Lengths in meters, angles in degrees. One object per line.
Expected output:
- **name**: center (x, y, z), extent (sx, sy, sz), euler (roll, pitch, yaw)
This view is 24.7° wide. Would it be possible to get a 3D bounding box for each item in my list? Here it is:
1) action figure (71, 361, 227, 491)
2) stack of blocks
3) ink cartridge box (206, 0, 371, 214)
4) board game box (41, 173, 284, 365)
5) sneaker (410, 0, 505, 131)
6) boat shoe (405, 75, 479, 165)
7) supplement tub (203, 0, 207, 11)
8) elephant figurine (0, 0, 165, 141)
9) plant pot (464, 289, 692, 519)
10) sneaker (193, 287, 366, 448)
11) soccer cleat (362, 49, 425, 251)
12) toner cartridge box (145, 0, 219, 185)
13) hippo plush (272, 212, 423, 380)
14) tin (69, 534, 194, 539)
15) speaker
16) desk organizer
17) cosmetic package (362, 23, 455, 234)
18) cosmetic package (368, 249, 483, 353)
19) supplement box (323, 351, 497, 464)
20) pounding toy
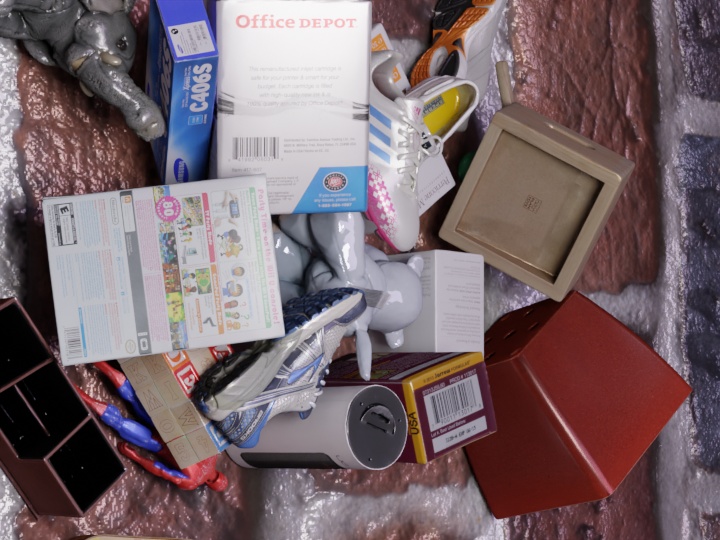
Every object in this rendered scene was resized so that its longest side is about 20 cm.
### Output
- **action figure**: center (-0.199, 0.151, 1.565), extent (0.200, 0.052, 0.066), euler (42, 64, -24)
- **stack of blocks**: center (-0.169, 0.070, 1.553), extent (0.115, 0.058, 0.201), euler (-35, 97, -52)
- **ink cartridge box**: center (-0.069, -0.158, 1.537), extent (0.145, 0.084, 0.202), euler (-1, 104, -12)
- **board game box**: center (-0.175, -0.002, 1.461), extent (0.198, 0.064, 0.149), euler (-6, 90, -9)
- **sneaker**: center (0.121, -0.248, 1.897), extent (0.201, 0.075, 0.092), euler (-63, 142, -27)
- **boat shoe**: center (0.051, -0.135, 1.698), extent (0.202, 0.086, 0.075), euler (-38, 110, -25)
- **supplement tub**: center (-0.105, -0.185, 1.636), extent (0.123, 0.122, 0.201), euler (-51, 119, -33)
- **elephant figurine**: center (-0.262, -0.228, 1.494), extent (0.199, 0.141, 0.156), euler (24, 86, -32)
- **plant pot**: center (0.217, 0.140, 1.867), extent (0.200, 0.199, 0.177), euler (-43, 102, -36)
- **sneaker**: center (-0.065, 0.090, 1.538), extent (0.200, 0.077, 0.086), euler (-39, 114, -25)
- **soccer cleat**: center (0.032, -0.121, 1.619), extent (0.070, 0.086, 0.201), euler (-13, 84, -64)
- **toner cartridge box**: center (-0.167, -0.168, 1.516), extent (0.043, 0.200, 0.096), euler (-9, 60, -15)
- **hippo plush**: center (0.000, 0.000, 1.683), extent (0.160, 0.199, 0.161), euler (-1, 108, -50)
- **tin**: center (-0.213, 0.305, 1.547), extent (0.199, 0.042, 0.113), euler (13, 81, -41)
- **speaker**: center (-0.047, 0.153, 1.603), extent (0.081, 0.199, 0.082), euler (5, 82, -41)
- **desk organizer**: center (-0.296, 0.123, 1.460), extent (0.072, 0.077, 0.201), euler (-45, 115, -36)
- **cosmetic package**: center (0.012, -0.152, 1.776), extent (0.101, 0.071, 0.201), euler (-42, 114, -37)
- **cosmetic package**: center (0.070, 0.083, 1.780), extent (0.081, 0.112, 0.202), euler (4, 85, -42)
- **supplement box**: center (0.026, 0.137, 1.672), extent (0.110, 0.199, 0.086), euler (-18, 99, -42)
- **pounding toy**: center (0.189, -0.105, 1.841), extent (0.185, 0.199, 0.142), euler (-65, 169, 18)
